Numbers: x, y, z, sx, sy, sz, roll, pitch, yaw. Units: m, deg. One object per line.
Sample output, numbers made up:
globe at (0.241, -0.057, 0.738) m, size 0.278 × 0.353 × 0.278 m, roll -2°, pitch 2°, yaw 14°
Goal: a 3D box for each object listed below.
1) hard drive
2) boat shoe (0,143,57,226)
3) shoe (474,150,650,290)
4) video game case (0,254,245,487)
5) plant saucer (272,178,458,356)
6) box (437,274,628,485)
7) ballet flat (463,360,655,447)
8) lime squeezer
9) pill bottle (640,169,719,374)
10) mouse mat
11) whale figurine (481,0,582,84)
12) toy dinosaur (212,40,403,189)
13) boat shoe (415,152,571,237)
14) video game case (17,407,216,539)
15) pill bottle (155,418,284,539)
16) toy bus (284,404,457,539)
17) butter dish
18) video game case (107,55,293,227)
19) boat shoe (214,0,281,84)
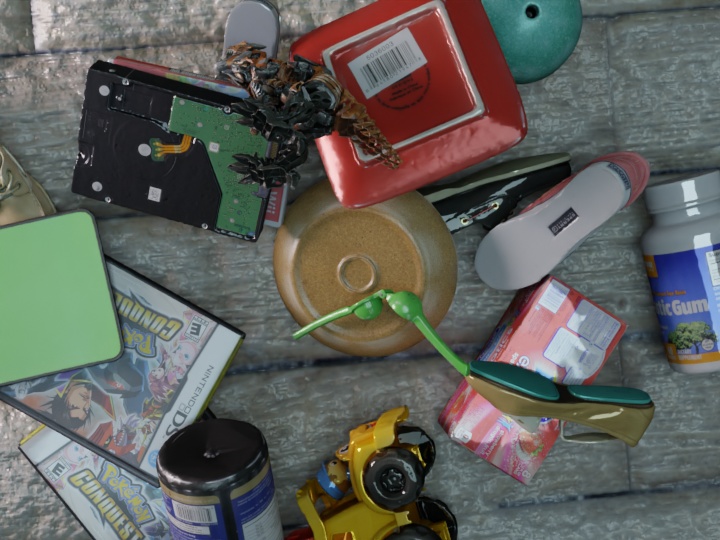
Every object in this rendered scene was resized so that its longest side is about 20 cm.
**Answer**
hard drive at (-0.183, -0.119, 1.217) m, size 0.200 × 0.038 × 0.140 m, roll 15°, pitch 117°, yaw 2°
boat shoe at (-0.378, -0.092, 1.241) m, size 0.072 × 0.065 × 0.200 m, roll -32°, pitch 96°, yaw -2°
shoe at (0.210, -0.051, 1.248) m, size 0.200 × 0.091 × 0.072 m, roll -40°, pitch 83°, yaw 37°
video game case at (-0.249, 0.096, 1.250) m, size 0.200 × 0.026 × 0.181 m, roll 29°, pitch 89°, yaw 0°
plant saucer at (0.000, 0.000, 1.258) m, size 0.200 × 0.035 × 0.201 m, roll 3°, pitch 106°, yaw 12°
box at (0.180, 0.110, 1.282) m, size 0.103 × 0.095 × 0.200 m, roll 31°, pitch 91°, yaw -6°
ballet flat at (0.194, 0.139, 1.207) m, size 0.200 × 0.069 × 0.063 m, roll 11°, pitch 107°, yaw -5°
lime squeezer at (0.023, 0.051, 1.223) m, size 0.200 × 0.038 × 0.071 m, roll 10°, pitch 112°, yaw 27°
pill bottle at (0.360, 0.000, 1.282) m, size 0.112 × 0.112 × 0.200 m, roll -15°, pitch 94°, yaw -3°
mouse mat at (-0.350, 0.033, 1.228) m, size 0.200 × 0.008 × 0.161 m, roll -13°, pitch 90°, yaw -1°
whale figurine at (0.139, -0.283, 1.252) m, size 0.200 × 0.104 × 0.159 m, roll 40°, pitch 90°, yaw -5°
toy dinosaur at (-0.055, -0.151, 1.124) m, size 0.136 × 0.200 × 0.102 m, roll -49°, pitch 140°, yaw -37°
boat shoe at (0.131, -0.074, 1.281) m, size 0.201 × 0.074 × 0.063 m, roll -20°, pitch 100°, yaw 0°
video game case at (-0.231, 0.206, 1.290) m, size 0.181 × 0.026 × 0.200 m, roll -38°, pitch 95°, yaw -2°
pill bottle at (-0.135, 0.260, 1.226) m, size 0.112 × 0.112 × 0.200 m, roll -9°, pitch 118°, yaw -4°
toy bus at (-0.005, 0.260, 1.271) m, size 0.192 × 0.136 × 0.200 m, roll -14°, pitch 93°, yaw 13°
butter dish at (0.057, -0.165, 1.219) m, size 0.200 × 0.148 × 0.200 m, roll -23°, pitch 73°, yaw 10°
video game case at (-0.167, -0.131, 1.240) m, size 0.200 × 0.017 × 0.143 m, roll 13°, pitch 117°, yaw 2°
boat shoe at (-0.122, -0.192, 1.253) m, size 0.071 × 0.070 × 0.200 m, roll 15°, pitch 117°, yaw 1°
